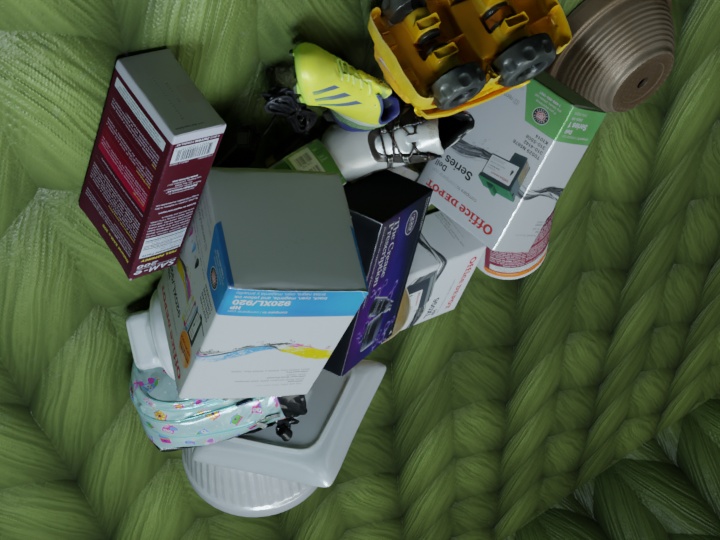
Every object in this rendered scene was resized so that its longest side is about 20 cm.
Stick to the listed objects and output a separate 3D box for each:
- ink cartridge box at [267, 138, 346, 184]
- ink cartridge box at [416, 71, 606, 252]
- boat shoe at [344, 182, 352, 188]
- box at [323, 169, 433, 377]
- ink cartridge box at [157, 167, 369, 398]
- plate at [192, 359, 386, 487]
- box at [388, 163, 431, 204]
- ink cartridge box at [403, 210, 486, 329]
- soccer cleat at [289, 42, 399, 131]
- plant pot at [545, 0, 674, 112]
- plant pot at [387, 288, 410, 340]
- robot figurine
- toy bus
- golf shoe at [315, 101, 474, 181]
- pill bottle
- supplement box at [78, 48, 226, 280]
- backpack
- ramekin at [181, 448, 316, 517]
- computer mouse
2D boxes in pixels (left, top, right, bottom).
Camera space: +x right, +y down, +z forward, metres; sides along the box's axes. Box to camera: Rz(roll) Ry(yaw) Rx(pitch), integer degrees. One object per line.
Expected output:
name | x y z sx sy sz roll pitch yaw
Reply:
ink cartridge box | -0.121 -0.057 1.564 0.200 0.059 0.104 -33 -177 25
ink cartridge box | 0.174 -0.140 1.727 0.084 0.146 0.200 0 123 -53
boat shoe | 0.014 -0.063 1.779 0.061 0.072 0.201 -46 153 14
box | 0.000 0.000 1.659 0.141 0.079 0.200 -40 149 -58
ink cartridge box | -0.102 0.017 1.444 0.144 0.147 0.200 1 145 -23
plate | -0.092 0.170 1.834 0.032 0.200 0.200 72 35 -44
box | 0.041 -0.119 1.758 0.039 0.041 0.200 -46 153 14
ink cartridge box | 0.052 0.011 1.944 0.200 0.084 0.145 -21 151 -33
soccer cleat | -0.014 -0.192 1.499 0.084 0.065 0.200 -6 169 17
plant pot | 0.325 -0.266 1.824 0.201 0.093 0.201 -29 153 -17
plant pot | -0.036 0.031 1.816 0.200 0.028 0.200 3 139 3
robot figurine | -0.163 0.060 1.662 0.200 0.113 0.170 -13 -178 11
toy bus | 0.097 -0.228 1.565 0.200 0.136 0.192 -25 168 -22
golf shoe | 0.038 -0.150 1.617 0.200 0.094 0.078 -26 109 -32
pill bottle | 0.203 -0.082 1.951 0.114 0.114 0.200 -31 155 -15
supplement box | -0.202 -0.099 1.387 0.061 0.109 0.200 -18 150 -36
backpack | -0.180 0.134 1.774 0.200 0.167 0.127 -16 133 -8
ramekin | -0.140 0.213 1.914 0.200 0.200 0.105 -28 145 -19
computer mouse | -0.135 -0.121 1.525 0.200 0.046 0.140 -44 165 11
